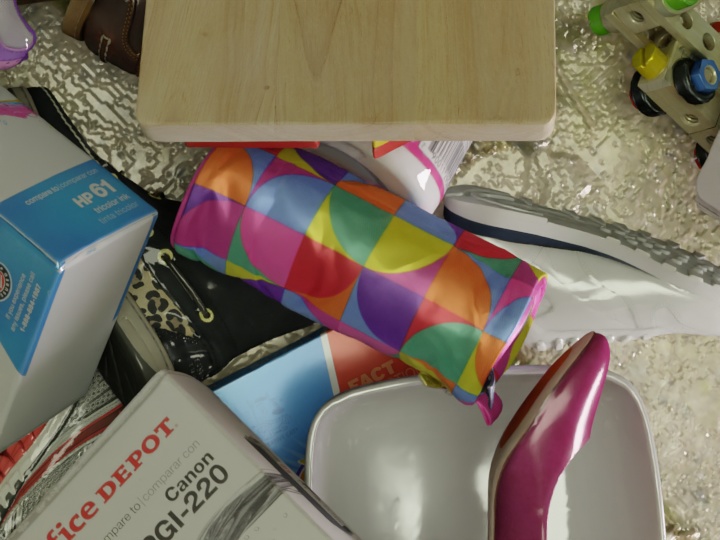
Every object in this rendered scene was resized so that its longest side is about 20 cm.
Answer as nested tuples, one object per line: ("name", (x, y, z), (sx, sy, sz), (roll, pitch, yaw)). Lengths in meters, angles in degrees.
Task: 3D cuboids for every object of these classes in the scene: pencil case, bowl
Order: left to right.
("pencil case", (0.000, 0.000, 0.968), (0.200, 0.088, 0.089), (29, 87, 7))
("bowl", (0.066, 0.151, 1.033), (0.200, 0.075, 0.200), (-4, 92, -7))

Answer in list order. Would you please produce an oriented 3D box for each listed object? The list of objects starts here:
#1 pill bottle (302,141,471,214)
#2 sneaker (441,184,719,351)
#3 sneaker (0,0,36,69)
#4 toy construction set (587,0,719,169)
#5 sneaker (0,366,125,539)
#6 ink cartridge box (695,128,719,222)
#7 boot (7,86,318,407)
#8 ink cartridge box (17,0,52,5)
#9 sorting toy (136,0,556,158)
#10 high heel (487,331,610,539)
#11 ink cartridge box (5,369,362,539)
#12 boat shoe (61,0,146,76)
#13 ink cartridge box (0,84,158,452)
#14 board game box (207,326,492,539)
("pill bottle", (0.032, -0.134, 1.027), (0.113, 0.113, 0.200), (32, 71, -8))
("sneaker", (0.133, 0.012, 1.089), (0.200, 0.076, 0.081), (16, 101, -4))
("sneaker", (-0.189, -0.184, 0.920), (0.088, 0.080, 0.201), (8, 77, -15))
("toy construction set", (0.219, -0.136, 1.088), (0.200, 0.092, 0.131), (30, 62, -15))
("sneaker", (-0.177, 0.137, 1.037), (0.082, 0.078, 0.200), (28, 88, -9))
("ink cartridge box", (0.309, -0.068, 1.049), (0.200, 0.084, 0.146), (12, 107, -32))
("boot", (-0.105, -0.031, 1.051), (0.154, 0.074, 0.204), (-21, 72, -27))
("ink cartridge box", (-0.195, -0.228, 0.993), (0.200, 0.075, 0.165), (-4, 89, 14))
("sorting toy", (-0.003, -0.147, 0.935), (0.198, 0.070, 0.200), (0, 66, 4))
("high heel", (0.105, 0.134, 0.968), (0.096, 0.067, 0.200), (28, 101, 1))
("ink cartridge box", (-0.072, 0.170, 0.942), (0.200, 0.085, 0.146), (42, 90, 19))
("boat shoe", (-0.091, -0.203, 1.044), (0.070, 0.070, 0.200), (30, 97, 4))
("ink cartridge box", (-0.220, -0.026, 0.959), (0.200, 0.085, 0.145), (38, 129, 13))
("board game box", (0.004, 0.132, 1.081), (0.153, 0.040, 0.200), (-28, 95, -7))
